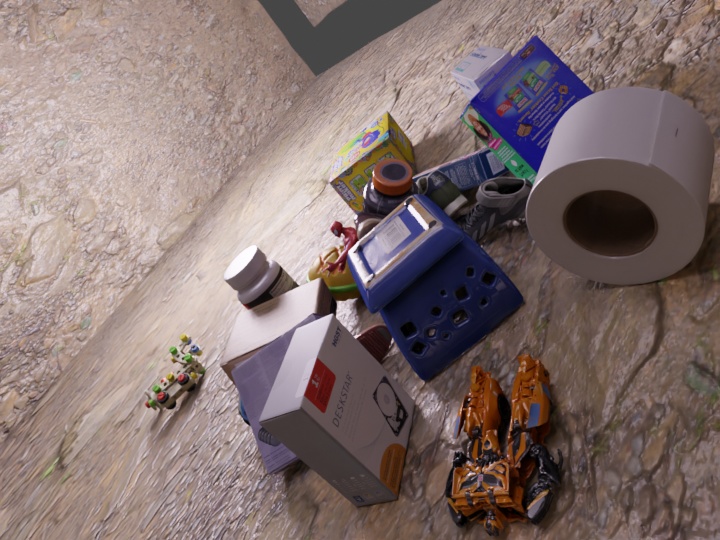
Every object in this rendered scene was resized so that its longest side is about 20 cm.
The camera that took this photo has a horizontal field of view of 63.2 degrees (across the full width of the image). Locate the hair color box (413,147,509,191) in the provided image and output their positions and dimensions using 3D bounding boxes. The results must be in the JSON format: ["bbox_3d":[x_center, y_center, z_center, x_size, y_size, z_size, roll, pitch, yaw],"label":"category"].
[{"bbox_3d":[0.191,-0.191,1.183,0.198,0.061,0.099,-15,11,46],"label":"hair color box"}]

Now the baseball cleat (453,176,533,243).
[{"bbox_3d":[0.206,-0.104,1.006,0.199,0.106,0.071,-31,49,28],"label":"baseball cleat"}]

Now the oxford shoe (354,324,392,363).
[{"bbox_3d":[-0.031,0.158,0.997,0.199,0.071,0.074,-41,19,1],"label":"oxford shoe"}]

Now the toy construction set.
[{"bbox_3d":[-0.464,0.266,1.439,0.201,0.092,0.131,-52,50,-1],"label":"toy construction set"}]

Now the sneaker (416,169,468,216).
[{"bbox_3d":[0.141,-0.141,1.107,0.067,0.090,0.200,-39,2,-5],"label":"sneaker"}]

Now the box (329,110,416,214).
[{"bbox_3d":[0.032,-0.280,1.523,0.191,0.122,0.201,-34,26,20],"label":"box"}]

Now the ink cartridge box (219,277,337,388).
[{"bbox_3d":[-0.145,0.116,1.081,0.197,0.076,0.166,-23,27,14],"label":"ink cartridge box"}]

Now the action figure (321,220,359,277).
[{"bbox_3d":[0.000,0.000,1.040,0.099,0.200,0.065,-43,25,1],"label":"action figure"}]

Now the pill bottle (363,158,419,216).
[{"bbox_3d":[0.056,-0.108,1.086,0.104,0.202,0.107,0,50,0],"label":"pill bottle"}]

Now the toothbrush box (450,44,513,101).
[{"bbox_3d":[0.279,-0.325,1.136,0.085,0.200,0.147,-37,26,8],"label":"toothbrush box"}]

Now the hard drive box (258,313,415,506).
[{"bbox_3d":[-0.022,0.188,0.781,0.076,0.200,0.157,-24,31,33],"label":"hard drive box"}]

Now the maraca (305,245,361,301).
[{"bbox_3d":[-0.017,0.006,1.177,0.197,0.108,0.138,2,34,25],"label":"maraca"}]

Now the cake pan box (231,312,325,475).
[{"bbox_3d":[-0.098,0.195,0.938,0.199,0.052,0.186,-36,69,17],"label":"cake pan box"}]

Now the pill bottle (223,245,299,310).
[{"bbox_3d":[-0.188,0.052,1.235,0.113,0.200,0.115,-33,26,19],"label":"pill bottle"}]

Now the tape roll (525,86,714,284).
[{"bbox_3d":[0.320,-0.101,0.726,0.201,0.203,0.140,-14,36,46],"label":"tape roll"}]

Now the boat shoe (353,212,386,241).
[{"bbox_3d":[0.070,-0.053,1.020,0.072,0.198,0.065,-52,39,25],"label":"boat shoe"}]

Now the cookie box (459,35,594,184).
[{"bbox_3d":[0.300,-0.257,0.991,0.171,0.200,0.075,-44,-3,-5],"label":"cookie box"}]

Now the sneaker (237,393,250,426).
[{"bbox_3d":[-0.152,0.202,1.098,0.089,0.079,0.201,2,50,52],"label":"sneaker"}]

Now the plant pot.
[{"bbox_3d":[0.097,0.009,0.904,0.199,0.180,0.201,-41,27,7],"label":"plant pot"}]

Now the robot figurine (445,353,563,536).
[{"bbox_3d":[0.158,0.197,0.668,0.144,0.058,0.201,-23,31,38],"label":"robot figurine"}]
